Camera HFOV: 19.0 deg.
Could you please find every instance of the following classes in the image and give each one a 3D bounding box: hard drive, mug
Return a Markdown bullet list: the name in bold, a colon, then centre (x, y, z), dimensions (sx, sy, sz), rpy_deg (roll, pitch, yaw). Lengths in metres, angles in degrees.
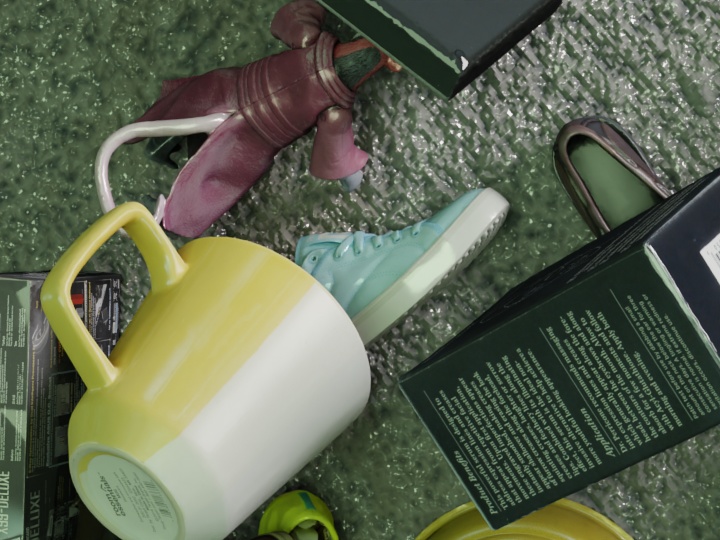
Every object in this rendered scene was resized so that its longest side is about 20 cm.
- **hard drive**: centre (0.016, -0.200, 1.314), dimensions (0.200, 0.139, 0.033), rpy_deg (38, 135, 11)
- **mug**: centre (-0.110, 0.074, 1.275), dimensions (0.186, 0.153, 0.150), rpy_deg (35, 142, 7)

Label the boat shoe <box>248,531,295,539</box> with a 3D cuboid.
- **boat shoe**: centre (-0.111, 0.226, 1.348), dimensions (0.200, 0.072, 0.073), rpy_deg (-36, 65, 38)

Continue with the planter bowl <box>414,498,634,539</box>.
- **planter bowl**: centre (0.096, 0.242, 1.326), dimensions (0.198, 0.083, 0.203), rpy_deg (0, 91, 14)

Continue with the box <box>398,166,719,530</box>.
- **box**: centre (0.148, 0.042, 1.233), dimensions (0.199, 0.148, 0.108), rpy_deg (-31, 93, 40)

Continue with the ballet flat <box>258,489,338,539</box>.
- **ballet flat**: centre (-0.040, 0.241, 1.363), dimensions (0.066, 0.067, 0.202), rpy_deg (2, 90, -18)

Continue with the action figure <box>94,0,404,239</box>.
- **action figure**: centre (-0.060, -0.110, 1.334), dimensions (0.199, 0.149, 0.135), rpy_deg (-27, 78, 27)

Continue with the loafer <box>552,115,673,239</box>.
- **loafer**: centre (0.183, -0.010, 1.309), dimensions (0.072, 0.063, 0.200), rpy_deg (-40, 82, 11)

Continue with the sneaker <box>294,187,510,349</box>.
- **sneaker**: centre (0.000, 0.000, 1.351), dimensions (0.200, 0.074, 0.082), rpy_deg (-39, 87, 12)

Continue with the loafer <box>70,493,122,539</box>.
- **loafer**: centre (-0.149, 0.136, 1.350), dimensions (0.071, 0.201, 0.073), rpy_deg (-17, 129, 30)

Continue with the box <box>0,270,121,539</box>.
- **box**: centre (-0.202, 0.102, 1.362), dimensions (0.049, 0.158, 0.202), rpy_deg (2, 92, 14)
